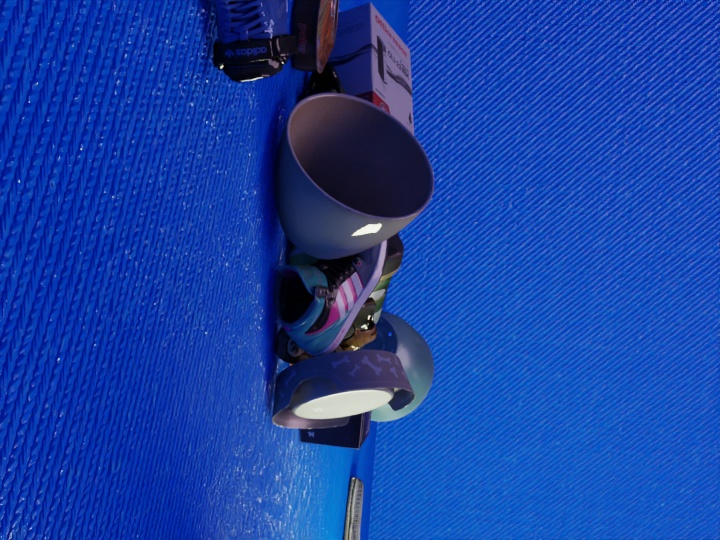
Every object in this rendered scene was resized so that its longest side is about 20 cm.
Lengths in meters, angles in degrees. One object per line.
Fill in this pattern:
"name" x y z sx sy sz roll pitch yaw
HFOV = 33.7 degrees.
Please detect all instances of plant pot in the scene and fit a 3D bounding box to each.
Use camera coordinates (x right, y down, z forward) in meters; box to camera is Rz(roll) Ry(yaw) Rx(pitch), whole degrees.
"plant pot" 0.029 0.167 2.249 0.161 0.198 0.203 57 38 -64

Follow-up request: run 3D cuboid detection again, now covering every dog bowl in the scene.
"dog bowl" -0.027 0.162 1.620 0.200 0.197 0.059 82 -1 -70

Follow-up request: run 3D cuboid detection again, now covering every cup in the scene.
"cup" -0.027 -0.096 1.471 0.144 0.198 0.202 -55 -163 42

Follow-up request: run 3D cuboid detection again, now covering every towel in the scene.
"towel" -0.016 0.642 3.098 0.193 0.034 0.203 75 22 -77

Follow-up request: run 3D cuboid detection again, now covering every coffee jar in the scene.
"coffee jar" 0.000 0.000 1.761 0.105 0.084 0.201 61 -27 26

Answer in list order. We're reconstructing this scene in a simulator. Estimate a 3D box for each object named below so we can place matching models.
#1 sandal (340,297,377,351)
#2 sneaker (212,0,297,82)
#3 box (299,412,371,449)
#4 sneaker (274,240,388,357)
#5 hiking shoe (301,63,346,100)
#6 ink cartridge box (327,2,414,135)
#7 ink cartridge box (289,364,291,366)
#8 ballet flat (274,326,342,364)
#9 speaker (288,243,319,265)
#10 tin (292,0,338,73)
"sandal" -0.011 0.094 1.726 0.055 0.081 0.201 62 -16 22
"sneaker" -0.095 -0.222 1.021 0.200 0.076 0.113 -166 -107 -89
"box" -0.035 0.216 2.027 0.200 0.103 0.150 -5 101 -85
"sneaker" -0.047 0.006 1.542 0.120 0.083 0.202 31 84 -51
"hiking shoe" -0.057 -0.195 1.604 0.101 0.075 0.202 71 15 -58
"ink cartridge box" 0.014 -0.270 1.762 0.144 0.083 0.202 37 45 -55
"ink cartridge box" -0.073 0.077 1.745 0.110 0.050 0.202 -79 172 -48
"ballet flat" -0.061 0.117 1.653 0.068 0.046 0.200 -56 151 -6
"speaker" -0.049 -0.087 1.661 0.089 0.087 0.202 83 14 -68
"tin" -0.058 -0.333 1.559 0.201 0.041 0.113 -76 174 -61
